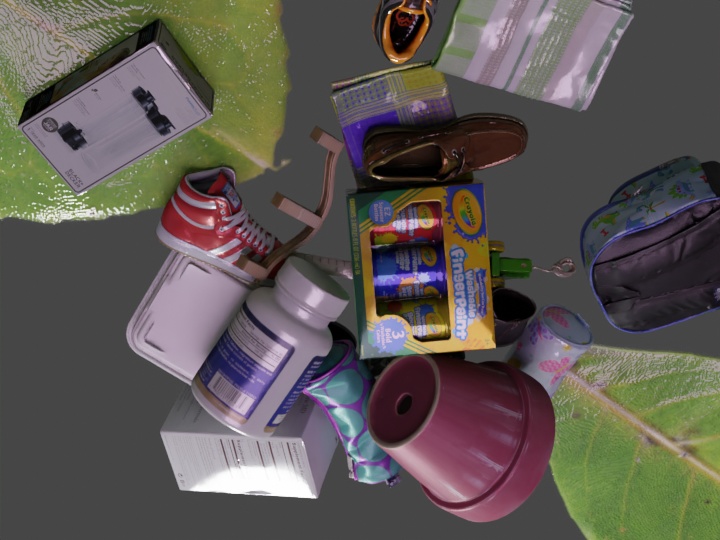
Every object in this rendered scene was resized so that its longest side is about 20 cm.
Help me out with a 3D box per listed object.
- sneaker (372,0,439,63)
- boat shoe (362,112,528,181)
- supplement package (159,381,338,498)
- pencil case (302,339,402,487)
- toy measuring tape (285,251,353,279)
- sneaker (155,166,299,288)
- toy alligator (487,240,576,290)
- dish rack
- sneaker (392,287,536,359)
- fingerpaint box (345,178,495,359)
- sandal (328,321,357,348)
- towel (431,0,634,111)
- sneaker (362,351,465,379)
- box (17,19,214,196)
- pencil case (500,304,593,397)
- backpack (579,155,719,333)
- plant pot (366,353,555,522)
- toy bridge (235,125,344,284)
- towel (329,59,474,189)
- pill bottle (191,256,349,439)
[{"bbox_3d":[0.062,-0.317,1.507,0.078,0.077,0.201,8,123,-6],"label":"sneaker"},{"bbox_3d":[0.101,-0.134,1.614,0.199,0.068,0.072,-9,123,2],"label":"boat shoe"},{"bbox_3d":[-0.144,0.219,1.820,0.199,0.114,0.110,0,127,17],"label":"supplement package"},{"bbox_3d":[-0.009,0.184,1.763,0.092,0.085,0.201,-38,120,-17],"label":"pencil case"},{"bbox_3d":[0.000,0.000,1.726,0.199,0.074,0.074,8,124,-11],"label":"toy measuring tape"},{"bbox_3d":[-0.141,-0.054,1.684,0.199,0.071,0.113,19,125,-12],"label":"sneaker"},{"bbox_3d":[0.172,-0.004,1.749,0.199,0.060,0.054,3,170,-13],"label":"toy alligator"},{"bbox_3d":[-0.181,0.074,1.736,0.199,0.044,0.172,31,98,-6],"label":"dish rack"},{"bbox_3d":[0.119,0.061,1.742,0.199,0.075,0.106,-8,162,-12],"label":"sneaker"},{"bbox_3d":[0.072,-0.002,1.652,0.166,0.073,0.201,-4,98,0],"label":"fingerpaint box"},{"bbox_3d":[-0.102,0.088,1.801,0.199,0.045,0.075,16,123,-13],"label":"sandal"},{"bbox_3d":[0.197,-0.264,1.566,0.199,0.031,0.150,12,123,-17],"label":"towel"},{"bbox_3d":[0.052,0.144,1.839,0.199,0.079,0.089,-22,134,20],"label":"sneaker"},{"bbox_3d":[-0.280,-0.186,1.593,0.199,0.060,0.117,-29,121,17],"label":"box"},{"bbox_3d":[0.228,0.140,1.828,0.090,0.083,0.201,5,129,-35],"label":"pencil case"},{"bbox_3d":[0.370,-0.027,1.678,0.199,0.147,0.184,-23,124,9],"label":"backpack"},{"bbox_3d":[0.113,0.190,1.711,0.179,0.201,0.200,30,120,-35],"label":"plant pot"},{"bbox_3d":[-0.076,-0.071,1.657,0.067,0.027,0.201,27,96,-35],"label":"toy bridge"},{"bbox_3d":[0.053,-0.152,1.654,0.143,0.023,0.201,-13,125,7],"label":"towel"},{"bbox_3d":[-0.104,0.090,1.653,0.119,0.120,0.200,31,102,-22],"label":"pill bottle"}]
